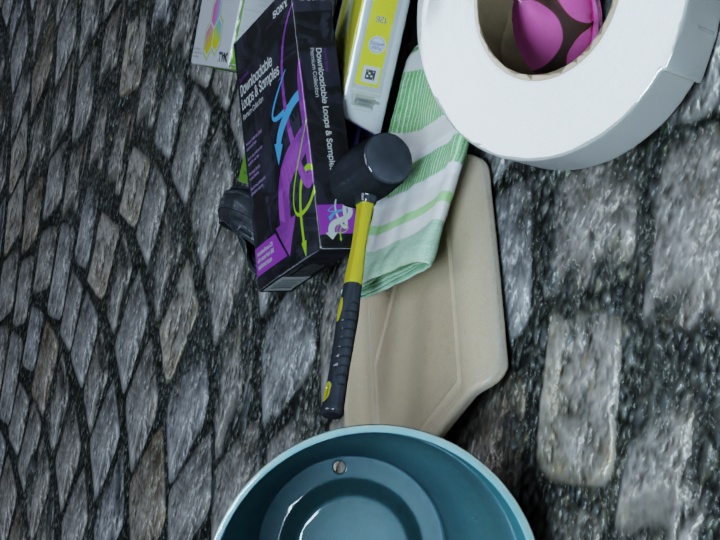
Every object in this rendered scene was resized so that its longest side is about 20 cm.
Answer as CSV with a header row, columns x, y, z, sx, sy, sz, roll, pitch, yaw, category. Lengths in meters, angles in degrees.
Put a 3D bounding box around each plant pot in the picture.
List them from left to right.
x,y,z,sx,sy,sz,roll,pitch,yaw,category
0.002,0.188,1.313,0.188,0.198,0.202,-170,90,-86,plant pot

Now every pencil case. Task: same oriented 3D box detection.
x,y,z,sx,sy,sz,roll,pitch,yaw,category
0.085,-0.194,1.376,0.200,0.093,0.091,-119,41,-60,pencil case

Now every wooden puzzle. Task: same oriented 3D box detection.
x,y,z,sx,sy,sz,roll,pitch,yaw,category
0.046,0.047,1.471,0.200,0.037,0.186,-50,34,47,wooden puzzle

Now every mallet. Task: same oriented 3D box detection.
x,y,z,sx,sy,sz,roll,pitch,yaw,category
0.000,0.000,1.440,0.066,0.041,0.201,-40,38,54,mallet

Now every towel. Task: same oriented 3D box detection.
x,y,z,sx,sy,sz,roll,pitch,yaw,category
0.043,-0.084,1.488,0.152,0.023,0.201,-27,43,67,towel

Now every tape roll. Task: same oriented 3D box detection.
x,y,z,sx,sy,sz,roll,pitch,yaw,category
0.117,-0.158,1.222,0.202,0.037,0.205,-10,75,42,tape roll

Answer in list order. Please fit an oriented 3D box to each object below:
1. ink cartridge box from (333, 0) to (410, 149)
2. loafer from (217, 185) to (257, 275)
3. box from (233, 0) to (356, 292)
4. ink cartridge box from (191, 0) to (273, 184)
x,y,z,sx,sy,sz,roll,pitch,yaw,category
0.001,-0.175,1.631,0.198,0.047,0.202,-114,38,-76,ink cartridge box
-0.080,-0.031,1.805,0.200,0.068,0.071,12,83,67,loafer
-0.051,-0.097,1.585,0.143,0.036,0.202,147,120,-65,box
-0.105,-0.180,1.935,0.148,0.075,0.202,-159,80,-71,ink cartridge box
